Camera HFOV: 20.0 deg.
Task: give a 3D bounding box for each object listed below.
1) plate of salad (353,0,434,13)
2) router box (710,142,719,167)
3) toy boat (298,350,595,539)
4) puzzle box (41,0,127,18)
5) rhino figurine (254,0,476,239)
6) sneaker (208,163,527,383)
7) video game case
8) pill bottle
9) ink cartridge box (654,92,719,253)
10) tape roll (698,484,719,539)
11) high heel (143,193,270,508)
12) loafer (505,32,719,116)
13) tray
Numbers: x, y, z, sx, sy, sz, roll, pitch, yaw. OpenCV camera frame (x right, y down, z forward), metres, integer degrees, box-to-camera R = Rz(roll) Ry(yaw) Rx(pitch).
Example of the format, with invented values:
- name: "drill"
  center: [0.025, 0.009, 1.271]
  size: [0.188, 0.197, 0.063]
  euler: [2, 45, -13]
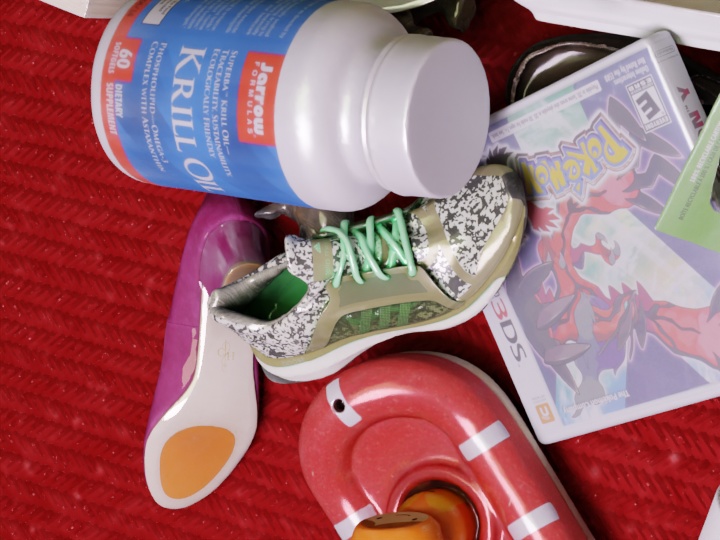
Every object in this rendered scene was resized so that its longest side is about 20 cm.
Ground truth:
- name: "plate of salad"
  center: [0.016, -0.235, 1.148]
  size: [0.200, 0.048, 0.201]
  euler: [-5, 75, 18]
- name: "router box"
  center: [0.279, -0.016, 0.990]
  size: [0.149, 0.051, 0.200]
  euler: [-20, 117, 27]
- name: "toy boat"
  center: [0.037, 0.143, 1.140]
  size: [0.130, 0.131, 0.200]
  euler: [-37, 79, 26]
- name: "puzzle box"
  center: [-0.203, -0.193, 1.223]
  size: [0.200, 0.133, 0.025]
  euler: [23, 106, 23]
- name: "rhino figurine"
  center: [-0.007, -0.081, 1.176]
  size: [0.087, 0.060, 0.200]
  euler: [30, 112, 31]
- name: "sneaker"
  center: [0.000, 0.000, 1.107]
  size: [0.200, 0.089, 0.077]
  euler: [-31, 60, 26]
- name: "video game case"
  center: [0.127, -0.010, 1.084]
  size: [0.200, 0.023, 0.183]
  euler: [-24, 90, 52]
- name: "pill bottle"
  center: [-0.036, -0.091, 1.091]
  size: [0.200, 0.112, 0.113]
  euler: [8, 100, 34]
- name: "ink cartridge box"
  center: [0.243, -0.008, 0.934]
  size: [0.200, 0.059, 0.104]
  euler: [21, 127, 0]
- name: "tape roll"
  center: [0.246, 0.204, 1.000]
  size: [0.202, 0.203, 0.139]
  euler: [25, 107, 23]
- name: "high heel"
  center: [-0.099, 0.048, 1.255]
  size: [0.096, 0.067, 0.200]
  euler: [-112, 29, -53]
- name: "loafer"
  center: [0.163, -0.078, 1.081]
  size: [0.200, 0.071, 0.073]
  euler: [18, 104, 24]
- name: "tray"
  center: [0.176, -0.128, 1.049]
  size: [0.200, 0.107, 0.022]
  euler: [14, 106, 26]
